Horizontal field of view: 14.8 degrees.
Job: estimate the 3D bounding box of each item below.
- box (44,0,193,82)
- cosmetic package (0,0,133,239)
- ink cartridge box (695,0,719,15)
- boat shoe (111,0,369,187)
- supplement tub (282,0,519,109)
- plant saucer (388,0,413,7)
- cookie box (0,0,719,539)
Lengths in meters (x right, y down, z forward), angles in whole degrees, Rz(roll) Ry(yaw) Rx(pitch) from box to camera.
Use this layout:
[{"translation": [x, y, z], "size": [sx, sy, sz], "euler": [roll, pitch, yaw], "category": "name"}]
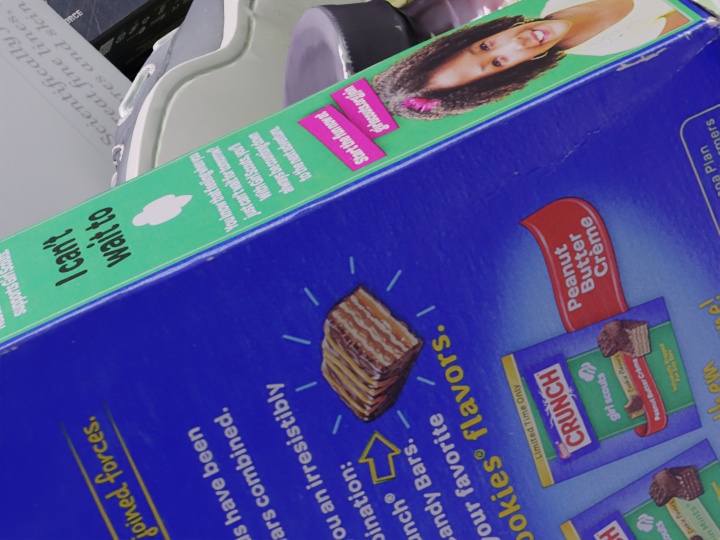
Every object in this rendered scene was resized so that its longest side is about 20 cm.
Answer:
[{"translation": [-0.104, -0.086, 1.105], "size": [0.200, 0.051, 0.158], "euler": [-40, -13, -36], "category": "box"}, {"translation": [-0.197, -0.006, 0.871], "size": [0.200, 0.165, 0.165], "euler": [-43, 7, 37], "category": "cosmetic package"}, {"translation": [0.025, 0.025, 0.701], "size": [0.199, 0.146, 0.048], "euler": [-23, 25, 1], "category": "ink cartridge box"}, {"translation": [-0.040, -0.035, 0.828], "size": [0.062, 0.073, 0.200], "euler": [-47, 17, 33], "category": "boat shoe"}, {"translation": [0.082, -0.042, 0.770], "size": [0.199, 0.107, 0.107], "euler": [-4, 17, -16], "category": "supplement tub"}, {"translation": [0.047, -0.120, 0.988], "size": [0.200, 0.048, 0.200], "euler": [-54, 10, -25], "category": "plant saucer"}, {"translation": [0.009, 0.050, 0.628], "size": [0.199, 0.172, 0.075], "euler": [-25, 19, -4], "category": "cookie box"}]
